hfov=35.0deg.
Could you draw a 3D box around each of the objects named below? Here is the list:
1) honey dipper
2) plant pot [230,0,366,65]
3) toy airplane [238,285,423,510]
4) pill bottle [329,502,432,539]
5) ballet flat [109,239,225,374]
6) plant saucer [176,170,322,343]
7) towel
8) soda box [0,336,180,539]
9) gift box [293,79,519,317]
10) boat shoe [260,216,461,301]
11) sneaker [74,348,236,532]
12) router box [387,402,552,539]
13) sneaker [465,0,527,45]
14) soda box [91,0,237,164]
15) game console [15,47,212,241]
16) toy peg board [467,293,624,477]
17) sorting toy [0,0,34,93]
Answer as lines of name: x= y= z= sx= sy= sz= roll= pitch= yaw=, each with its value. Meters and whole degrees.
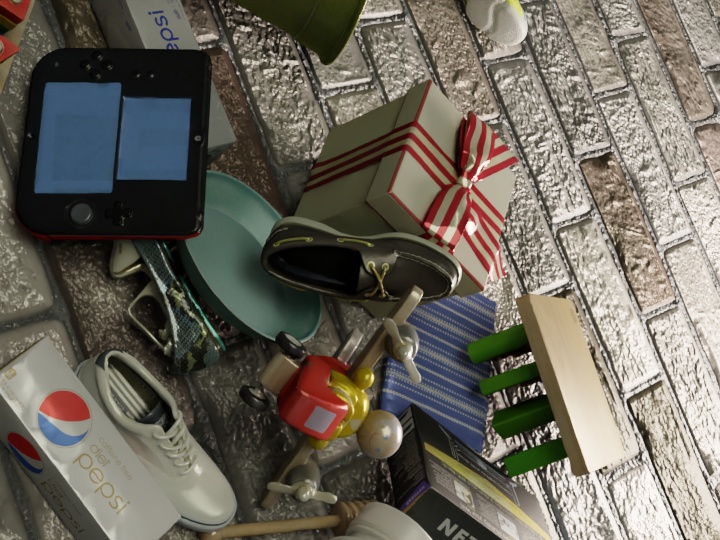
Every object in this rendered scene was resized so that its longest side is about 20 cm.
honey dipper: x=-0.066 y=0.248 z=1.118 sx=0.197 sy=0.038 sz=0.039 roll=4 pitch=69 yaw=-34
plant pot: x=-0.092 y=-0.354 z=1.265 sx=0.187 sy=0.200 sz=0.203 roll=16 pitch=62 yaw=-16
toy airplane: x=-0.017 y=0.127 z=1.096 sx=0.140 sy=0.201 sz=0.199 roll=37 pitch=52 yaw=14
pill bottle: x=-0.015 y=0.323 z=1.060 sx=0.114 sy=0.113 sz=0.200 roll=48 pitch=58 yaw=-11
ballet flat: x=-0.202 y=0.008 z=1.096 sx=0.074 sy=0.074 sz=0.202 roll=-25 pitch=84 yaw=-40
plant saucer: x=-0.118 y=-0.007 z=1.145 sx=0.199 sy=0.036 sz=0.202 roll=40 pitch=30 yaw=-29
towel: x=0.090 y=0.100 z=1.310 sx=0.143 sy=0.024 sz=0.203 roll=26 pitch=56 yaw=-25
soda box: x=-0.248 y=0.162 z=0.995 sx=0.068 sy=0.063 sz=0.201 roll=-41 pitch=97 yaw=-40
gift box: x=0.065 y=-0.071 z=1.235 sx=0.199 sy=0.185 sz=0.187 roll=37 pitch=53 yaw=-30
boat shoe: x=0.000 y=0.000 z=1.127 sx=0.197 sy=0.073 sz=0.061 roll=10 pitch=30 yaw=6
sneaker: x=-0.183 y=0.156 z=1.035 sx=0.200 sy=0.071 sz=0.073 roll=46 pitch=52 yaw=-7
router box: x=0.118 y=0.248 z=1.193 sx=0.199 sy=0.052 sz=0.158 roll=39 pitch=16 yaw=-18
sneaker: x=0.169 y=-0.402 z=1.535 sx=0.201 sy=0.075 sz=0.105 roll=50 pitch=50 yaw=-9
soda box: x=-0.203 y=-0.206 z=1.179 sx=0.068 sy=0.063 sz=0.203 roll=-19 pitch=84 yaw=-41
game console: x=-0.231 y=-0.122 z=1.084 sx=0.173 sy=0.031 sz=0.204 roll=-1 pitch=67 yaw=2
toy peg board: x=0.212 y=0.142 z=1.331 sx=0.198 sy=0.097 sz=0.203 roll=8 pitch=63 yaw=-66
sorting toy: x=-0.389 y=-0.244 z=1.024 sx=0.199 sy=0.069 sz=0.202 roll=34 pitch=54 yaw=-37
